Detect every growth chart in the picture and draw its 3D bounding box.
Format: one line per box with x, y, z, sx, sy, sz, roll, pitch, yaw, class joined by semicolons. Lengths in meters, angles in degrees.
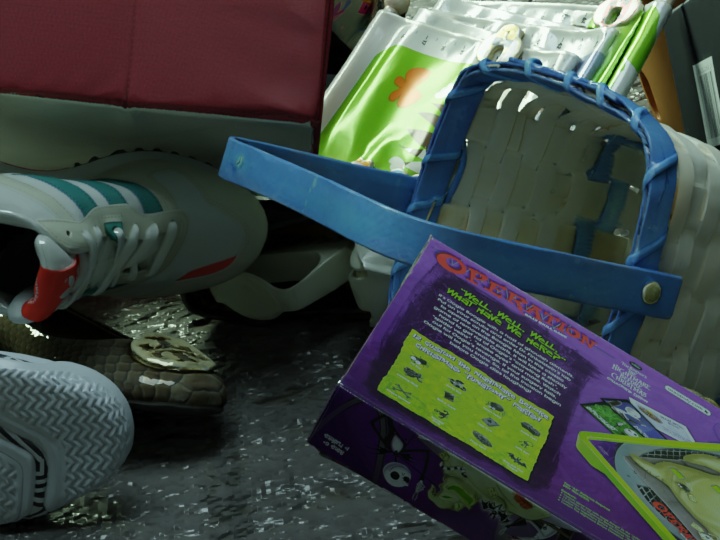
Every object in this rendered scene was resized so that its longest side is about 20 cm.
0.052;-0.084;1.114;0.199;0.018;0.145;4;58;42;growth chart

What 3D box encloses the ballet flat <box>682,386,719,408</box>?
0.087;0.091;0.771;0.070;0.071;0.200;-1;22;20;ballet flat

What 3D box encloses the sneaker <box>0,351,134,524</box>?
-0.173;0.048;0.965;0.198;0.076;0.115;-4;23;21;sneaker

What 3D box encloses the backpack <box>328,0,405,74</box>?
-0.068;-0.188;1.307;0.166;0.128;0.200;8;-16;22;backpack

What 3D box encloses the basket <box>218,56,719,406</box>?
0.061;-0.012;0.910;0.199;0.140;0.176;16;7;-29;basket

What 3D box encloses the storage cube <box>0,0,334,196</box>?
-0.095;-0.141;1.046;0.169;0.181;0.200;5;-9;-2;storage cube

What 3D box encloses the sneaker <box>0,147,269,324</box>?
-0.123;-0.006;0.972;0.198;0.071;0.094;7;29;-29;sneaker

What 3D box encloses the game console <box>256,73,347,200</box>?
-0.033;-0.051;1.260;0.199;0.117;0.176;11;58;44;game console

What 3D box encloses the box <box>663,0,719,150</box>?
0.246;-0.090;1.042;0.181;0.105;0.200;-11;1;0;box

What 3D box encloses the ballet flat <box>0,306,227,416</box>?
-0.128;0.028;1.020;0.067;0.047;0.199;14;-1;-41;ballet flat

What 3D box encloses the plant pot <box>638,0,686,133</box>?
0.222;-0.147;1.237;0.198;0.141;0.200;-7;19;3;plant pot

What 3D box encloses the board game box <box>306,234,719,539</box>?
0.088;0.070;0.719;0.199;0.032;0.120;31;31;3;board game box

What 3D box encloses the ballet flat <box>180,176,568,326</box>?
0.000;0.000;1.055;0.199;0.068;0.068;-7;27;35;ballet flat
